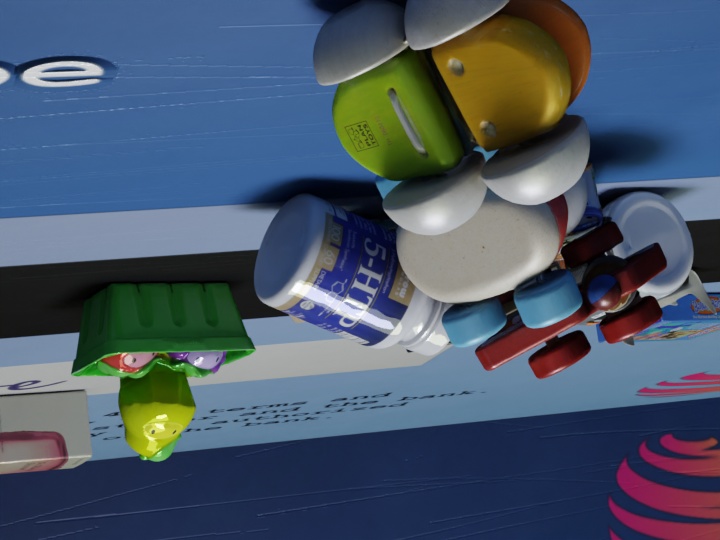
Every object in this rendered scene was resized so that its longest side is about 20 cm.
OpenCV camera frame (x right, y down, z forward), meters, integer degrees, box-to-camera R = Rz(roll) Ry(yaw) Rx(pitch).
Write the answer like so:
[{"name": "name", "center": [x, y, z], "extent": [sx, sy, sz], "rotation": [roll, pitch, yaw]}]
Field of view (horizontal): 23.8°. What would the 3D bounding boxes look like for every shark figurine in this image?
[{"name": "shark figurine", "center": [0.404, 0.060, 2.460], "extent": [0.212, 0.090, 0.128], "rotation": [-8, 169, 12]}]

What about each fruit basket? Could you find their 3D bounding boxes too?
[{"name": "fruit basket", "center": [-0.241, 0.124, 2.064], "extent": [0.214, 0.218, 0.155], "rotation": [0, 166, -31]}]

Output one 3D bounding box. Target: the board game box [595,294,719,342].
[{"name": "board game box", "center": [0.491, 0.075, 2.674], "extent": [0.198, 0.045, 0.152], "rotation": [1, 165, -34]}]

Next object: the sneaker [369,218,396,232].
[{"name": "sneaker", "center": [0.000, 0.000, 1.901], "extent": [0.077, 0.092, 0.200], "rotation": [-6, 168, -13]}]

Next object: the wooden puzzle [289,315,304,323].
[{"name": "wooden puzzle", "center": [-0.007, 0.028, 2.179], "extent": [0.183, 0.038, 0.200], "rotation": [-9, 172, 4]}]

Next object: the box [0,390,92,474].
[{"name": "box", "center": [-0.540, 0.261, 2.720], "extent": [0.198, 0.110, 0.128], "rotation": [-2, 166, -25]}]

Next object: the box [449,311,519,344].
[{"name": "box", "center": [0.199, 0.036, 2.176], "extent": [0.198, 0.080, 0.141], "rotation": [-13, 177, 21]}]

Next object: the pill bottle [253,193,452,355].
[{"name": "pill bottle", "center": [0.003, 0.011, 1.746], "extent": [0.199, 0.121, 0.119], "rotation": [23, 154, -26]}]

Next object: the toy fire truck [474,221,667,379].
[{"name": "toy fire truck", "center": [0.213, 0.036, 1.701], "extent": [0.199, 0.113, 0.168], "rotation": [-28, -178, 13]}]

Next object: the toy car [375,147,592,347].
[{"name": "toy car", "center": [0.146, -0.058, 1.656], "extent": [0.176, 0.186, 0.200], "rotation": [-17, -167, 39]}]

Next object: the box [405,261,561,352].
[{"name": "box", "center": [0.126, 0.045, 1.904], "extent": [0.121, 0.033, 0.199], "rotation": [-25, -178, -33]}]

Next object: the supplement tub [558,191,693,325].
[{"name": "supplement tub", "center": [0.281, -0.008, 1.971], "extent": [0.121, 0.124, 0.200], "rotation": [-2, 167, -27]}]

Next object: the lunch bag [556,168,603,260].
[{"name": "lunch bag", "center": [0.153, -0.053, 1.800], "extent": [0.198, 0.076, 0.160], "rotation": [-9, 166, -1]}]

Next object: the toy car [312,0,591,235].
[{"name": "toy car", "center": [0.076, -0.137, 1.235], "extent": [0.199, 0.176, 0.150], "rotation": [-17, -159, 36]}]
